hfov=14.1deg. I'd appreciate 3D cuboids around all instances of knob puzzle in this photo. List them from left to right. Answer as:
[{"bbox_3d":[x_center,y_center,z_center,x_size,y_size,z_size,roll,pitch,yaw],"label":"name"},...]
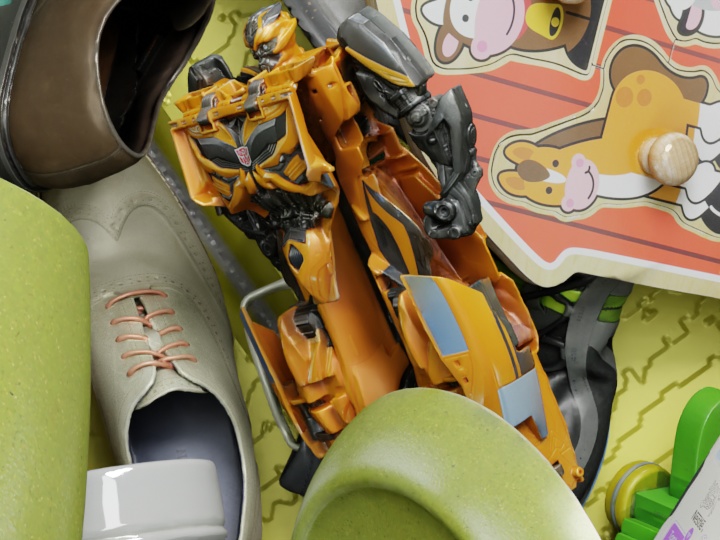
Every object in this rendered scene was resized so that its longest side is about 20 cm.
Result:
[{"bbox_3d":[0.092,-0.089,1.071,0.220,0.030,0.220,-5,100,-27],"label":"knob puzzle"}]

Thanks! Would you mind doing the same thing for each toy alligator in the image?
[{"bbox_3d":[0.116,0.144,1.138,0.054,0.059,0.200,20,90,-40],"label":"toy alligator"}]

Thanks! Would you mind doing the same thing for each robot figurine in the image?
[{"bbox_3d":[0.000,0.000,1.051,0.058,0.145,0.200,-34,104,-38],"label":"robot figurine"}]

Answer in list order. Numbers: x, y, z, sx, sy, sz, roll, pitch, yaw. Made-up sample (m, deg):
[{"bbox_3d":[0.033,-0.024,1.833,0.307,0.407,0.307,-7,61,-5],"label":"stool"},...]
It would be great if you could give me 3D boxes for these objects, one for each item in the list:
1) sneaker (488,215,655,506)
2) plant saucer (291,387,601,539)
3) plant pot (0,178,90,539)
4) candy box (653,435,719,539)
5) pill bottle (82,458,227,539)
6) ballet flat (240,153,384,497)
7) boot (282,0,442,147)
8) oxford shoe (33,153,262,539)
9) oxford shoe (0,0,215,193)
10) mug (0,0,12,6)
[{"bbox_3d":[0.074,0.002,1.138,0.071,0.083,0.200,11,83,3],"label":"sneaker"},{"bbox_3d":[0.028,0.141,1.006,0.031,0.200,0.200,-14,81,-32],"label":"plant saucer"},{"bbox_3d":[-0.165,0.069,0.969,0.187,0.187,0.200,17,68,3],"label":"plant pot"},{"bbox_3d":[0.174,0.161,1.073,0.168,0.072,0.200,29,97,-12],"label":"candy box"},{"bbox_3d":[-0.076,0.173,1.044,0.111,0.111,0.200,-10,81,0],"label":"pill bottle"},{"bbox_3d":[-0.015,-0.004,1.149,0.073,0.073,0.200,-3,85,1],"label":"ballet flat"},{"bbox_3d":[0.022,-0.146,1.104,0.132,0.070,0.200,-34,68,6],"label":"boot"},{"bbox_3d":[-0.077,0.030,1.138,0.071,0.074,0.200,-19,84,-12],"label":"oxford shoe"},{"bbox_3d":[-0.083,-0.120,1.077,0.084,0.073,0.200,-3,67,29],"label":"oxford shoe"},{"bbox_3d":[-0.202,-0.081,1.107,0.152,0.185,0.114,1,85,36],"label":"mug"}]
